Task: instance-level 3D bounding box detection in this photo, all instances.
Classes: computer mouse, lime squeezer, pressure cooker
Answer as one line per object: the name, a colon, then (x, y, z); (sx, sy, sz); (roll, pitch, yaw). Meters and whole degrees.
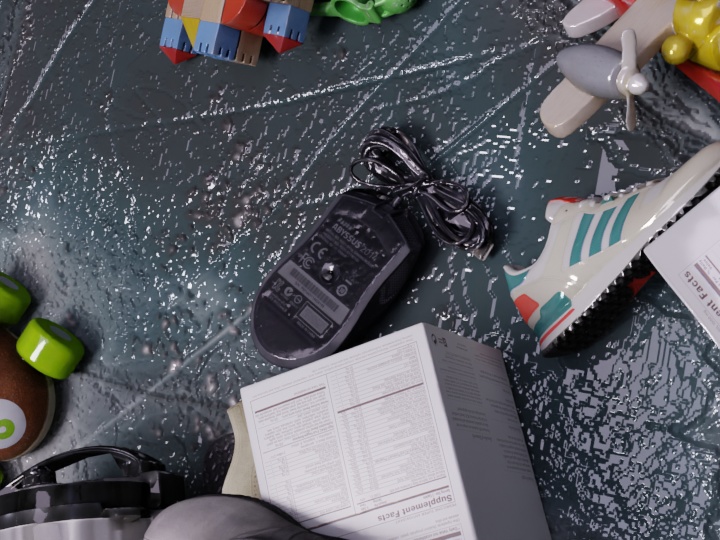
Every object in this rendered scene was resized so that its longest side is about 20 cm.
computer mouse: (0.000, 0.000, 1.039); (0.200, 0.053, 0.138); (-46, 65, -1)
lime squeezer: (0.006, -0.233, 1.090); (0.198, 0.038, 0.071); (-21, 70, 22)
pressure cooker: (-0.207, 0.234, 1.009); (0.174, 0.179, 0.202); (-2, 70, -17)

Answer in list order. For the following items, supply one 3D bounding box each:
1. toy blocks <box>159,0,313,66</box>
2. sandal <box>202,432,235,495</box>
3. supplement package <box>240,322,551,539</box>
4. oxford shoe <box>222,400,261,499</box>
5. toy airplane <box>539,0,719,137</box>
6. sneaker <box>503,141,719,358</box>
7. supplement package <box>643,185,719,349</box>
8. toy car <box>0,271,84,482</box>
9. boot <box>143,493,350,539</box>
toy blocks: (-0.108, -0.235, 1.112); (0.199, 0.099, 0.138); (16, 95, 40)
sandal: (-0.081, 0.222, 1.037); (0.074, 0.045, 0.202); (-19, 57, 15)
supplement package: (0.032, 0.163, 0.926); (0.149, 0.151, 0.202); (-21, 71, 22)
oxford shoe: (-0.063, 0.183, 0.996); (0.073, 0.071, 0.202); (-14, 55, 12)
toy airplane: (0.222, -0.186, 0.914); (0.197, 0.141, 0.202); (-3, 63, 17)
sneaker: (0.175, -0.033, 0.932); (0.200, 0.070, 0.094); (-49, 59, 27)
supplement package: (0.302, -0.025, 0.858); (0.200, 0.113, 0.110); (-42, 64, 14)
toy car: (-0.362, 0.085, 1.108); (0.157, 0.200, 0.165); (37, 96, 27)
boot: (-0.083, 0.178, 0.823); (0.198, 0.131, 0.071); (2, 83, 31)
